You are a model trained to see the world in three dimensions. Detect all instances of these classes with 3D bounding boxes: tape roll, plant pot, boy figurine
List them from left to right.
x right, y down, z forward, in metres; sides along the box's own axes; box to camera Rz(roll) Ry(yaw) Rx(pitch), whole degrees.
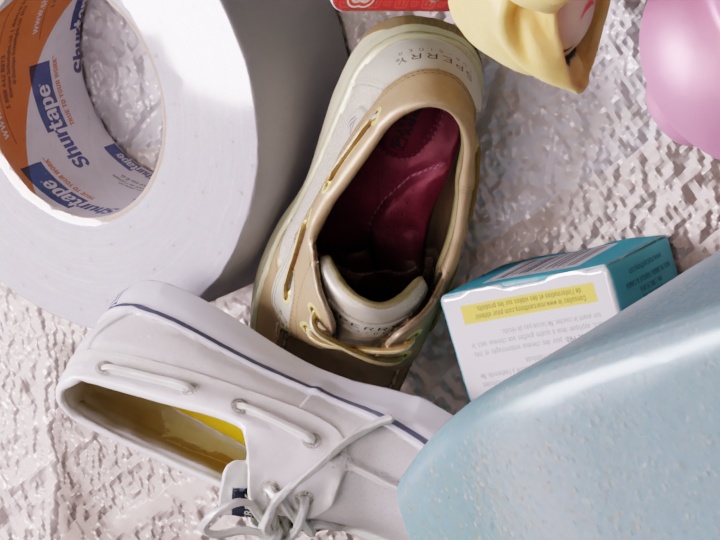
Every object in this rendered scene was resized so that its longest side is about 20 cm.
[{"bbox_3d":[-0.102,-0.079,1.122,0.200,0.066,0.201,13,113,33],"label":"tape roll"},{"bbox_3d":[0.082,-0.129,0.896,0.064,0.125,0.200,27,137,-1],"label":"boy figurine"},{"bbox_3d":[0.131,0.090,0.890,0.199,0.196,0.197,-16,97,39],"label":"plant pot"}]

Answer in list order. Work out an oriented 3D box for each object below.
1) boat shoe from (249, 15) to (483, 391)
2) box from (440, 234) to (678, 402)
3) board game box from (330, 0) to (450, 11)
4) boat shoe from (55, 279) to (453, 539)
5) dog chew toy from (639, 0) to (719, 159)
[{"bbox_3d":[0.000,0.000,1.054,0.074,0.066,0.201,9,118,-8],"label":"boat shoe"},{"bbox_3d":[0.102,0.092,1.034,0.082,0.049,0.201,-11,99,39],"label":"box"},{"bbox_3d":[0.061,-0.171,0.942,0.030,0.095,0.200,54,134,37],"label":"board game box"},{"bbox_3d":[-0.032,0.079,1.028,0.201,0.086,0.075,28,141,15],"label":"boat shoe"},{"bbox_3d":[0.170,-0.104,0.858,0.200,0.124,0.125,-40,81,35],"label":"dog chew toy"}]
